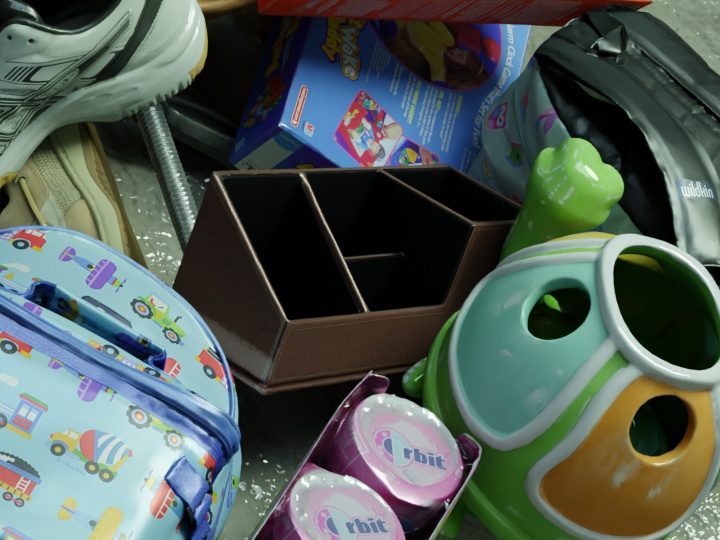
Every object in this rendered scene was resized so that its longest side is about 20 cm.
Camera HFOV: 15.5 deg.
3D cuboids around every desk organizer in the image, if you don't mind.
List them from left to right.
[{"bbox_3d":[0.000,0.000,1.240,0.072,0.077,0.200,31,19,29],"label":"desk organizer"}]

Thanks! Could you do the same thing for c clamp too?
[{"bbox_3d":[-0.078,-0.035,1.312,0.171,0.027,0.201,24,33,-48],"label":"c clamp"}]

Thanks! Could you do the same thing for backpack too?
[{"bbox_3d":[-0.130,0.067,1.073,0.182,0.135,0.200,33,50,3],"label":"backpack"},{"bbox_3d":[0.146,-0.032,1.329,0.167,0.127,0.200,-19,63,-48],"label":"backpack"}]

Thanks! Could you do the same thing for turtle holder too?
[{"bbox_3d":[0.110,0.042,1.200,0.141,0.132,0.186,32,43,-4],"label":"turtle holder"}]

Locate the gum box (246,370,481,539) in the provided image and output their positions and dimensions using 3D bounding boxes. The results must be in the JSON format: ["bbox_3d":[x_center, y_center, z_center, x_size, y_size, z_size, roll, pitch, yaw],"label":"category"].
[{"bbox_3d":[-0.026,0.141,1.106,0.066,0.114,0.200,33,37,3],"label":"gum box"}]

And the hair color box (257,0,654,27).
[{"bbox_3d":[0.046,-0.180,1.340,0.199,0.061,0.102,-1,80,-26],"label":"hair color box"}]

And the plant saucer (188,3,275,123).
[{"bbox_3d":[-0.020,-0.133,1.482,0.200,0.037,0.201,20,38,-16],"label":"plant saucer"}]

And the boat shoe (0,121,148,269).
[{"bbox_3d":[-0.139,-0.009,1.246,0.064,0.071,0.200,-22,47,-2],"label":"boat shoe"}]

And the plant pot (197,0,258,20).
[{"bbox_3d":[-0.120,-0.217,1.378,0.199,0.140,0.201,4,80,-25],"label":"plant pot"}]

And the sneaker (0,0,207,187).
[{"bbox_3d":[-0.172,-0.095,1.226,0.199,0.088,0.076,-32,48,-8],"label":"sneaker"}]

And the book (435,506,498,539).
[{"bbox_3d":[0.089,0.098,1.292,0.133,0.048,0.200,29,36,2],"label":"book"}]

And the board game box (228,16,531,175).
[{"bbox_3d":[0.016,-0.102,1.403,0.134,0.045,0.201,36,46,-22],"label":"board game box"}]
